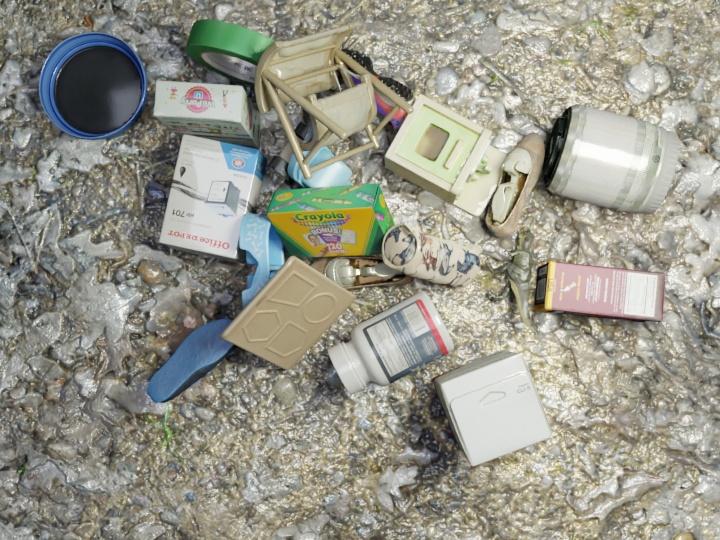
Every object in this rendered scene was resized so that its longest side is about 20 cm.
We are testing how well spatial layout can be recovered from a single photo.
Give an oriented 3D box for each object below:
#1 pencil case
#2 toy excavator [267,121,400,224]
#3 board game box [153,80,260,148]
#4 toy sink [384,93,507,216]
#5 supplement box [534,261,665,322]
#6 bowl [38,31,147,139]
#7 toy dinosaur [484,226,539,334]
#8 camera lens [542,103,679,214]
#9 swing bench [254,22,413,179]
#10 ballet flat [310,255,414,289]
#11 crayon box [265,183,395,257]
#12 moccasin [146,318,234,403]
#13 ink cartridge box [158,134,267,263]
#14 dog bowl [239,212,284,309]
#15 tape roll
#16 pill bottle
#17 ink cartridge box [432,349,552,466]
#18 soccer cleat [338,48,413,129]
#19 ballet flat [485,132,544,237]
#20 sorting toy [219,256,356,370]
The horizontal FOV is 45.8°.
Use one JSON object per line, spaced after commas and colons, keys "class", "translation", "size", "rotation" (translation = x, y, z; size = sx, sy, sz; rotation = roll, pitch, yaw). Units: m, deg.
{"class": "pencil case", "translation": [0.123, -0.027, 1.465], "size": [0.078, 0.200, 0.090], "rotation": [37, 105, 41]}
{"class": "toy excavator", "translation": [-0.039, -0.146, 1.515], "size": [0.200, 0.194, 0.100], "rotation": [37, 87, 32]}
{"class": "board game box", "translation": [-0.261, -0.269, 1.489], "size": [0.147, 0.200, 0.065], "rotation": [5, 87, 2]}
{"class": "toy sink", "translation": [0.159, -0.201, 1.514], "size": [0.200, 0.112, 0.131], "rotation": [30, 88, 4]}
{"class": "supplement box", "translation": [0.414, 0.038, 1.488], "size": [0.199, 0.110, 0.086], "rotation": [6, 86, 2]}
{"class": "bowl", "translation": [-0.492, -0.339, 1.583], "size": [0.200, 0.039, 0.201], "rotation": [0, 86, 2]}
{"class": "toy dinosaur", "translation": [0.269, 0.015, 1.519], "size": [0.088, 0.047, 0.201], "rotation": [-4, 75, 20]}
{"class": "camera lens", "translation": [0.427, -0.192, 1.479], "size": [0.199, 0.160, 0.161], "rotation": [15, 86, 3]}
{"class": "swing bench", "translation": [-0.054, -0.290, 1.432], "size": [0.199, 0.130, 0.200], "rotation": [-29, 81, -44]}
{"class": "ballet flat", "translation": [0.000, 0.000, 1.519], "size": [0.199, 0.067, 0.068], "rotation": [-6, 89, 2]}
{"class": "crayon box", "translation": [-0.047, -0.084, 1.473], "size": [0.199, 0.119, 0.058], "rotation": [-2, 50, 22]}
{"class": "moccasin", "translation": [-0.298, 0.157, 1.528], "size": [0.200, 0.068, 0.081], "rotation": [-36, 78, -2]}
{"class": "ink cartridge box", "translation": [-0.264, -0.127, 1.538], "size": [0.146, 0.086, 0.201], "rotation": [12, 85, 3]}
{"class": "dog bowl", "translation": [-0.169, -0.003, 1.503], "size": [0.049, 0.111, 0.201], "rotation": [-2, 90, 12]}
{"class": "tape roll", "translation": [-0.204, -0.374, 1.495], "size": [0.200, 0.200, 0.048], "rotation": [18, 87, 3]}
{"class": "pill bottle", "translation": [0.051, 0.131, 1.490], "size": [0.200, 0.120, 0.120], "rotation": [-28, 85, 0]}
{"class": "ink cartridge box", "translation": [0.216, 0.226, 1.436], "size": [0.145, 0.200, 0.145], "rotation": [-21, 85, 1]}
{"class": "soccer cleat", "translation": [0.014, -0.332, 1.546], "size": [0.068, 0.073, 0.200], "rotation": [-30, 58, -33]}
{"class": "ballet flat", "translation": [0.273, -0.156, 1.516], "size": [0.068, 0.067, 0.201], "rotation": [17, 90, 40]}
{"class": "sorting toy", "translation": [-0.123, 0.074, 1.465], "size": [0.185, 0.200, 0.036], "rotation": [-47, 50, 9]}
